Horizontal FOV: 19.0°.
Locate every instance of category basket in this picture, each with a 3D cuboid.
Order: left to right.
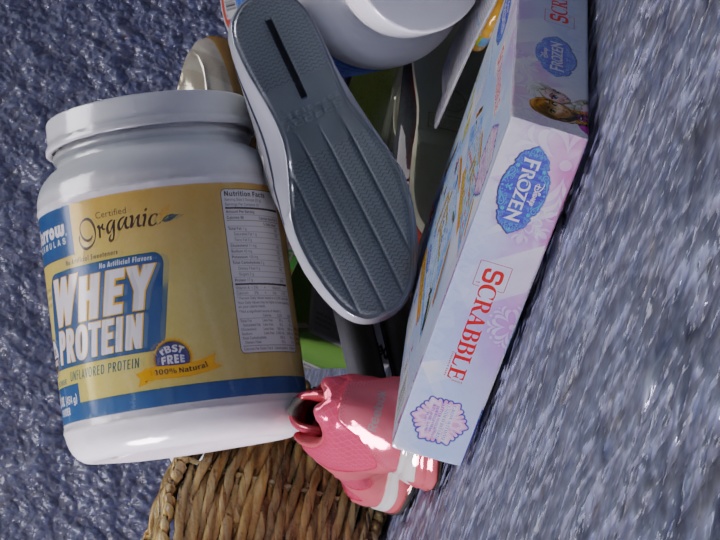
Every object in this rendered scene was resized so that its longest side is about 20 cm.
[{"bbox_3d":[-0.069,0.181,1.369,0.149,0.142,0.201,118,168,-64],"label":"basket"}]

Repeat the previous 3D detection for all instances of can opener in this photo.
[{"bbox_3d":[0.000,0.000,1.356,0.067,0.053,0.201,94,165,-63],"label":"can opener"}]

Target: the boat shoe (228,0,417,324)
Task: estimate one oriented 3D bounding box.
[{"bbox_3d":[-0.019,-0.062,1.223,0.067,0.073,0.201,99,154,-77],"label":"boat shoe"}]

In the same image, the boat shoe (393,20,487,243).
[{"bbox_3d":[0.054,-0.095,1.340,0.063,0.071,0.201,125,155,-62],"label":"boat shoe"}]

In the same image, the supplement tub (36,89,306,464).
[{"bbox_3d":[-0.112,0.006,1.256,0.145,0.144,0.201,132,130,-79],"label":"supplement tub"}]

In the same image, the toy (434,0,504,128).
[{"bbox_3d":[0.101,-0.178,1.218,0.115,0.047,0.201,-76,8,-68],"label":"toy"}]

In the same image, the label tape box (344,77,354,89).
[{"bbox_3d":[-0.021,-0.153,1.556,0.200,0.063,0.144,89,-154,-48],"label":"label tape box"}]

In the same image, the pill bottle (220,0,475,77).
[{"bbox_3d":[-0.003,-0.173,1.284,0.200,0.112,0.113,4,77,67],"label":"pill bottle"}]

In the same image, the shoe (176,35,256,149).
[{"bbox_3d":[-0.105,-0.049,1.356,0.070,0.053,0.201,3,90,58],"label":"shoe"}]

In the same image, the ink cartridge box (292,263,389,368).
[{"bbox_3d":[-0.038,0.056,1.513,0.148,0.075,0.201,29,-120,-64],"label":"ink cartridge box"}]

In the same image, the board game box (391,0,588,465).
[{"bbox_3d":[0.069,-0.036,1.119,0.200,0.041,0.200,-81,8,-58],"label":"board game box"}]

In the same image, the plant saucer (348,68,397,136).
[{"bbox_3d":[0.035,-0.131,1.595,0.200,0.031,0.201,20,-90,-73],"label":"plant saucer"}]

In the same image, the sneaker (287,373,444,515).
[{"bbox_3d":[0.000,0.087,1.225,0.200,0.086,0.074,123,164,-74],"label":"sneaker"}]

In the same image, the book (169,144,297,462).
[{"bbox_3d":[-0.099,0.011,1.428,0.200,0.048,0.134,-64,34,31],"label":"book"}]

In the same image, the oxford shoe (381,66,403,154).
[{"bbox_3d":[0.041,-0.072,1.406,0.075,0.058,0.201,-1,-80,-79],"label":"oxford shoe"}]
